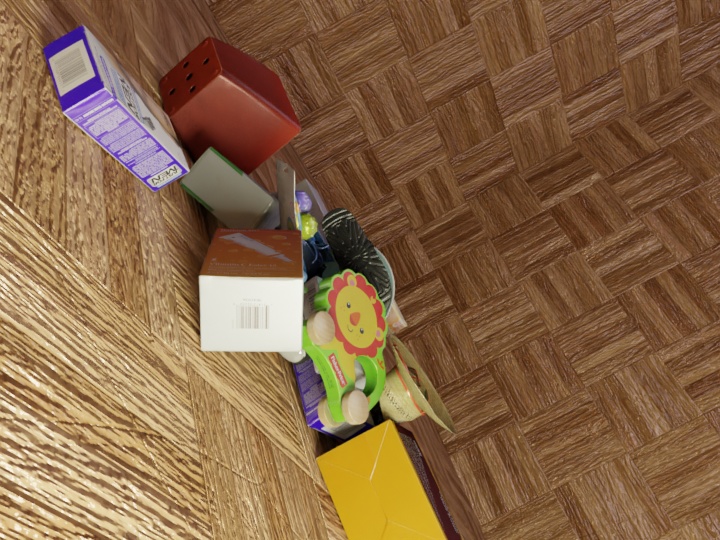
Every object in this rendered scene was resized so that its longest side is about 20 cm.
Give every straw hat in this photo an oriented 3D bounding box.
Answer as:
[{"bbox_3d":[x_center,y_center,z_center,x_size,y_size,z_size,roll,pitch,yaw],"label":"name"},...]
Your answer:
[{"bbox_3d":[0.067,0.202,1.168,0.202,0.085,0.201,55,5,-7],"label":"straw hat"}]

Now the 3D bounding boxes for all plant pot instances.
[{"bbox_3d":[-0.259,-0.305,1.338,0.176,0.199,0.201,39,20,-45],"label":"plant pot"}]

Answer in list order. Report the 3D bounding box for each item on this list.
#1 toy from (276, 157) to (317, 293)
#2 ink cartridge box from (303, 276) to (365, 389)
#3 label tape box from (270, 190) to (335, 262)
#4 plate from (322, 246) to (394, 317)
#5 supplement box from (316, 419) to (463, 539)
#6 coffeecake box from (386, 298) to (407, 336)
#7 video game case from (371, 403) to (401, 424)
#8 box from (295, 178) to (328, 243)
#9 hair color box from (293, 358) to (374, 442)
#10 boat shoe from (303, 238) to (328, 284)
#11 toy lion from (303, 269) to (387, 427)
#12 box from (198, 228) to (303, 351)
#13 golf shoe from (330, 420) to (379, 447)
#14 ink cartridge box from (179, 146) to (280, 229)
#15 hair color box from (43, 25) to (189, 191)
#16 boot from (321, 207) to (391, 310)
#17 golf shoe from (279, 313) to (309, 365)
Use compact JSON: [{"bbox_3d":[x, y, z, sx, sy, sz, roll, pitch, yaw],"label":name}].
[{"bbox_3d":[-0.092,-0.062,1.086,0.115,0.047,0.202,-140,-132,-63],"label":"toy"},{"bbox_3d":[-0.012,0.115,1.209,0.199,0.050,0.162,27,38,-45],"label":"ink cartridge box"},{"bbox_3d":[-0.131,-0.079,1.379,0.063,0.199,0.145,-46,115,-39],"label":"label tape box"},{"bbox_3d":[-0.023,0.041,1.389,0.026,0.199,0.201,23,37,-63],"label":"plate"},{"bbox_3d":[0.052,0.366,1.144,0.198,0.132,0.200,64,5,22],"label":"supplement box"},{"bbox_3d":[-0.031,0.084,1.444,0.154,0.199,0.073,64,5,20],"label":"coffeecake box"},{"bbox_3d":[0.000,0.233,1.351,0.183,0.023,0.200,64,-31,20],"label":"video game case"},{"bbox_3d":[-0.127,-0.065,1.543,0.201,0.151,0.106,64,5,11],"label":"box"},{"bbox_3d":[-0.054,0.180,1.217,0.109,0.065,0.201,37,26,-42],"label":"hair color box"},{"bbox_3d":[-0.098,-0.029,1.242,0.084,0.069,0.200,42,-12,8],"label":"boat shoe"},{"bbox_3d":[-0.016,0.106,1.083,0.191,0.068,0.201,-31,101,-51],"label":"toy lion"},{"bbox_3d":[-0.136,0.019,0.938,0.200,0.123,0.098,-106,-162,-70],"label":"box"},{"bbox_3d":[-0.030,0.227,1.312,0.201,0.092,0.073,64,6,34],"label":"golf shoe"},{"bbox_3d":[-0.191,-0.108,1.213,0.146,0.083,0.200,39,0,13],"label":"ink cartridge box"},{"bbox_3d":[-0.303,-0.198,0.913,0.110,0.064,0.200,64,3,25],"label":"hair color box"},{"bbox_3d":[0.002,-0.002,1.287,0.158,0.079,0.213,68,1,-72],"label":"boot"},{"bbox_3d":[-0.148,0.064,1.157,0.201,0.077,0.094,62,23,10],"label":"golf shoe"}]
